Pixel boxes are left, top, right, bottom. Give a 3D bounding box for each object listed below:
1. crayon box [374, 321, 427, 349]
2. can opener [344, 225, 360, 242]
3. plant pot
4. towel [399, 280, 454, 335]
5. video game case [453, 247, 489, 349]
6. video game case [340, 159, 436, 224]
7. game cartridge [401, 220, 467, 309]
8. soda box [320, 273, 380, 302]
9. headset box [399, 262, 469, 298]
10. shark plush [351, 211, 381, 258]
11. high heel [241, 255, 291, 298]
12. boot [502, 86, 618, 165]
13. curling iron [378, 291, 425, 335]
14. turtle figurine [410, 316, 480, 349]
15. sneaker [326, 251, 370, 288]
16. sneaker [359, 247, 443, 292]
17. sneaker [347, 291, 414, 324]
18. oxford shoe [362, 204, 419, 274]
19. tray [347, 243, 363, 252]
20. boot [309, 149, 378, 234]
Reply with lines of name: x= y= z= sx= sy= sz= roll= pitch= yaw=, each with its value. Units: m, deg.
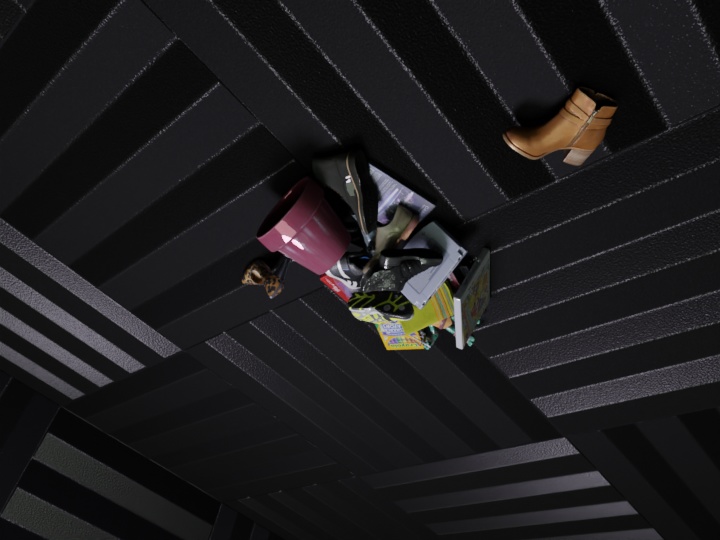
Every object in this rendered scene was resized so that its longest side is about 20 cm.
crayon box: x=0.120 y=0.175 z=1.910 sx=0.123 sy=0.052 sz=0.202 roll=-5 pitch=136 yaw=22
can opener: x=-0.096 y=-0.085 z=1.684 sx=0.195 sy=0.079 sz=0.064 roll=-3 pitch=130 yaw=6
plant pot: x=-0.126 y=-0.097 z=1.558 sx=0.179 sy=0.202 sz=0.199 roll=41 pitch=134 yaw=-18
towel: x=0.171 y=0.103 z=1.683 sx=0.199 sy=0.018 sz=0.088 roll=-31 pitch=79 yaw=42
video game case: x=0.290 y=0.074 z=1.646 sx=0.023 sy=0.183 sz=0.202 roll=19 pitch=144 yaw=26
video game case: x=0.068 y=-0.172 z=1.566 sx=0.197 sy=0.019 sz=0.143 roll=29 pitch=138 yaw=-16
game cartridge: x=0.164 y=-0.019 z=1.611 sx=0.133 sy=0.040 sz=0.201 roll=43 pitch=115 yaw=12
soda box: x=-0.020 y=0.048 z=1.802 sx=0.069 sy=0.064 sz=0.200 roll=-25 pitch=124 yaw=37
headset box: x=0.201 y=0.029 z=1.703 sx=0.197 sy=0.076 sz=0.149 roll=-13 pitch=132 yaw=30
shark plush: x=0.038 y=-0.077 z=1.625 sx=0.089 sy=0.084 sz=0.202 roll=0 pitch=140 yaw=16
high heel: x=-0.288 y=0.039 z=1.816 sx=0.197 sy=0.144 sz=0.071 roll=-21 pitch=129 yaw=35
boot: x=0.399 y=-0.294 z=1.278 sx=0.196 sy=0.078 sz=0.156 roll=16 pitch=141 yaw=-4
curling iron: x=0.116 y=0.107 z=1.770 sx=0.200 sy=0.025 sz=0.050 roll=45 pitch=145 yaw=29
turtle figurine: x=0.232 y=0.143 z=1.800 sx=0.195 sy=0.102 sz=0.152 roll=11 pitch=123 yaw=-9
sneaker: x=0.000 y=0.000 z=1.683 sx=0.110 sy=0.075 sz=0.199 roll=-9 pitch=165 yaw=32
sneaker: x=0.101 y=0.004 z=1.551 sx=0.195 sy=0.060 sz=0.106 roll=0 pitch=117 yaw=-19
sneaker: x=0.061 y=0.107 z=1.737 sx=0.197 sy=0.076 sz=0.077 roll=8 pitch=143 yaw=33
oxford shoe: x=0.060 y=-0.072 z=1.579 sx=0.073 sy=0.071 sz=0.201 roll=37 pitch=101 yaw=-5
tray: x=-0.100 y=-0.044 z=1.717 sx=0.196 sy=0.023 sz=0.107 roll=-9 pitch=169 yaw=26
boot: x=-0.038 y=-0.188 z=1.525 sx=0.136 sy=0.077 sz=0.204 roll=4 pitch=118 yaw=31
